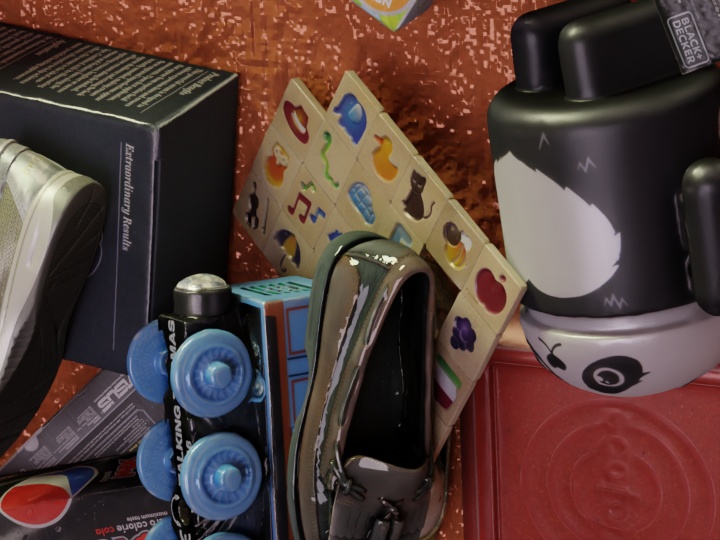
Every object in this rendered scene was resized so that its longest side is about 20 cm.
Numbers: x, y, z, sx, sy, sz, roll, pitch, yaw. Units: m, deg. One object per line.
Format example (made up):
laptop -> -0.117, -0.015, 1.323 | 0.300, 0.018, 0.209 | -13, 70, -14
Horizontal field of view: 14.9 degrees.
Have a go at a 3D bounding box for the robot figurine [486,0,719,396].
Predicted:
robot figurine -> 0.128, -0.036, 1.380 | 0.124, 0.150, 0.201 | -7, 108, 9

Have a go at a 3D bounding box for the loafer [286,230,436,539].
loafer -> 0.006, 0.083, 1.404 | 0.063, 0.072, 0.201 | 15, 108, 54

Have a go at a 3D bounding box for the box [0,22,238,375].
box -> -0.180, -0.045, 1.521 | 0.199, 0.107, 0.149 | 14, 115, 19

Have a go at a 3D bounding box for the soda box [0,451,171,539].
soda box -> -0.161, 0.149, 1.557 | 0.199, 0.063, 0.071 | -12, 105, 26

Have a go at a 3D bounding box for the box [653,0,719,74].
box -> 0.244, -0.162, 1.289 | 0.199, 0.117, 0.060 | -18, 100, 29

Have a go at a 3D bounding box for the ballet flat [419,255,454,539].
ballet flat -> 0.023, 0.090, 1.502 | 0.070, 0.071, 0.201 | 11, 112, 19

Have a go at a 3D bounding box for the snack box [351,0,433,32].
snack box -> 0.020, -0.243, 1.389 | 0.142, 0.053, 0.200 | 38, 120, 7

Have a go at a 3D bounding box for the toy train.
toy train -> -0.055, 0.098, 1.451 | 0.087, 0.114, 0.201 | 12, 107, 62

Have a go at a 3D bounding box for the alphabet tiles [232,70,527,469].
alphabet tiles -> 0.000, 0.000, 1.458 | 0.200, 0.008, 0.167 | 53, 135, 30

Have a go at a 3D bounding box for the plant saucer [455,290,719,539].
plant saucer -> 0.142, 0.115, 1.485 | 0.199, 0.037, 0.200 | 5, 112, 21

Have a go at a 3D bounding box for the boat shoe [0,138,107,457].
boat shoe -> -0.197, 0.029, 1.458 | 0.065, 0.074, 0.203 | 30, 115, 17

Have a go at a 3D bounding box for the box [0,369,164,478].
box -> -0.132, 0.148, 1.609 | 0.158, 0.048, 0.200 | 47, 120, 0
